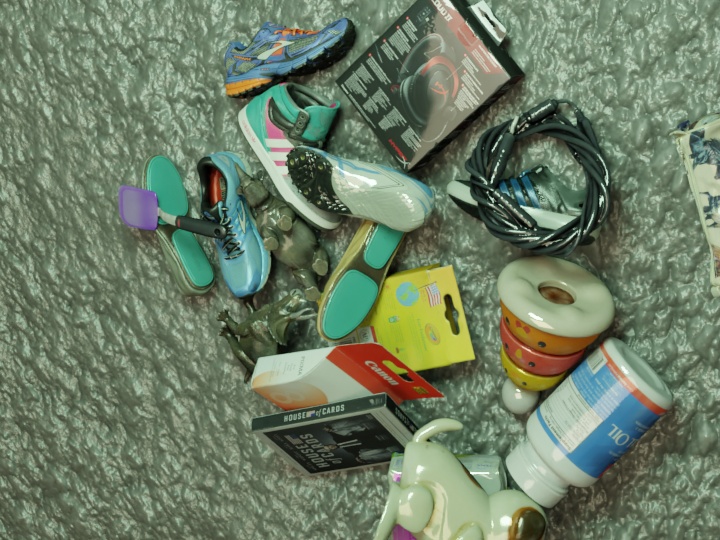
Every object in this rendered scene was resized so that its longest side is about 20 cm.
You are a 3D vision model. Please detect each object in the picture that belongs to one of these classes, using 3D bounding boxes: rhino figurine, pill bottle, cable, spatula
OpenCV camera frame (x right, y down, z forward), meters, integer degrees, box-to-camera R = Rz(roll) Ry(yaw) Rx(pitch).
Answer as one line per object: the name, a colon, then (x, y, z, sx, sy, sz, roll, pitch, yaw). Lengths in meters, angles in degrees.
rhino figurine: (-0.105, -0.057, 1.575, 0.059, 0.088, 0.201, -35, 105, 7)
pill bottle: (0.270, 0.188, 1.465, 0.112, 0.112, 0.200, 44, 107, 8)
cable: (0.207, -0.104, 1.418, 0.160, 0.051, 0.203, -16, 61, 8)
spatula: (-0.248, -0.068, 1.602, 0.198, 0.020, 0.058, 17, 112, 37)

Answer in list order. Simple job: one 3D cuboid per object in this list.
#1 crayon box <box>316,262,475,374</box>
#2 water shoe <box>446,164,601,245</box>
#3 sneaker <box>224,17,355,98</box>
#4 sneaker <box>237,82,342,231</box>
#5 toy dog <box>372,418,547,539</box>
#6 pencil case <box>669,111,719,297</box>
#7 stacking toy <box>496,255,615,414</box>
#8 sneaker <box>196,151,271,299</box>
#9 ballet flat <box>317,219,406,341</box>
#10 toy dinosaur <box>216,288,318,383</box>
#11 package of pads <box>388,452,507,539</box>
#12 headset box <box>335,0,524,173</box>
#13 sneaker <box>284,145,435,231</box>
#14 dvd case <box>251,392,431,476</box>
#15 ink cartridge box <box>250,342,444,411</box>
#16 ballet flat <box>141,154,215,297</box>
crayon box: (0.051, 0.069, 1.575, 0.197, 0.051, 0.129, -12, 96, 25)
water shoe: (0.204, -0.090, 1.481, 0.197, 0.072, 0.080, 18, 80, 20)
sneaker: (-0.098, -0.284, 1.553, 0.197, 0.075, 0.080, -17, 91, 23)
sneaker: (-0.062, -0.161, 1.561, 0.120, 0.083, 0.201, -40, 83, 34)
toy dog: (0.129, 0.299, 1.484, 0.197, 0.140, 0.197, 21, 74, 4)
pencil case: (0.413, -0.076, 1.377, 0.088, 0.078, 0.204, -15, 96, 3)
stacking toy: (0.219, 0.098, 1.487, 0.144, 0.146, 0.203, 23, 125, 16)
sneaker: (-0.181, -0.059, 1.606, 0.077, 0.090, 0.203, -19, 80, 25)
ballet flat: (0.000, 0.000, 1.542, 0.068, 0.063, 0.202, 36, 79, -24)
toy dinosaur: (-0.139, 0.100, 1.621, 0.102, 0.076, 0.202, 42, 130, 24)
package of pads: (0.116, 0.340, 1.581, 0.151, 0.068, 0.204, -1, 101, 8)
headset box: (0.091, -0.241, 1.480, 0.200, 0.075, 0.149, -41, 84, 24)
sneaker: (-0.001, -0.104, 1.503, 0.197, 0.072, 0.073, 22, 119, 14)
dvd case: (-0.023, 0.219, 1.599, 0.197, 0.150, 0.025, -14, 52, 24)
ink cartridge box: (-0.016, 0.156, 1.552, 0.198, 0.162, 0.051, -8, 56, 37)
ballet flat: (-0.261, -0.057, 1.676, 0.063, 0.067, 0.203, -22, 90, 55)
